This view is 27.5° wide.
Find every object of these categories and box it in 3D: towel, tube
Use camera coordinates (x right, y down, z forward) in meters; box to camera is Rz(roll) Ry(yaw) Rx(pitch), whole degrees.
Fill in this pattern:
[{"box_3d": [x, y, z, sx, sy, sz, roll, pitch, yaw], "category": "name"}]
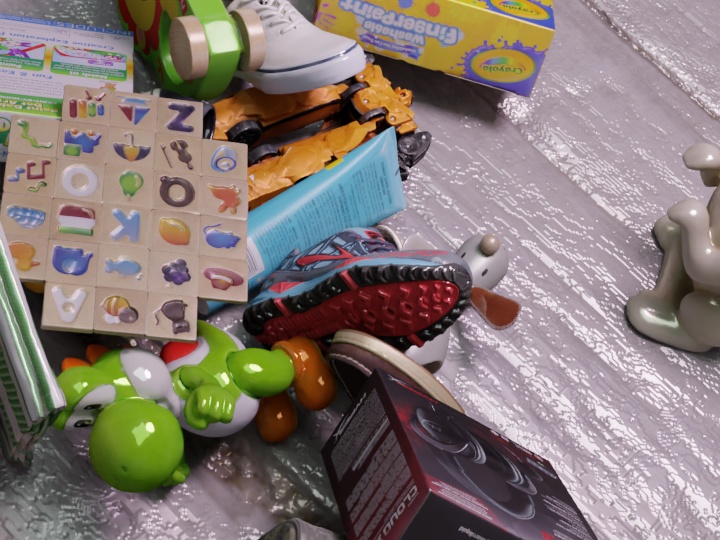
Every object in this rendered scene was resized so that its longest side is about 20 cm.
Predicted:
[{"box_3d": [-0.229, 0.041, 0.928, 0.023, 0.200, 0.153, -19, 81, -21], "category": "towel"}, {"box_3d": [-0.048, -0.035, 1.129, 0.199, 0.078, 0.050, -30, 47, -21], "category": "tube"}]

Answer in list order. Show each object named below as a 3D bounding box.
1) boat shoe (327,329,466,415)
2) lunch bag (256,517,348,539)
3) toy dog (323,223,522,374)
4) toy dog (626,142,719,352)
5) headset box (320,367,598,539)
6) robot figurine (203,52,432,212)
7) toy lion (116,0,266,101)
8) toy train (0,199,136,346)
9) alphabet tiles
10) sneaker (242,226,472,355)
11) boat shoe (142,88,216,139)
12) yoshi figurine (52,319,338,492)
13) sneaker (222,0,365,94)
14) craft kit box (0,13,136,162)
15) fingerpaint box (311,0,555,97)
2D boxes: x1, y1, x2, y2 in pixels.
[{"box_3d": [0.037, 0.127, 1.018, 0.072, 0.072, 0.200, -50, 117, -25], "category": "boat shoe"}, {"box_3d": [-0.007, 0.270, 0.904, 0.167, 0.139, 0.201, 25, 51, -21], "category": "lunch bag"}, {"box_3d": [0.053, 0.027, 1.111, 0.131, 0.096, 0.201, 19, 52, -4], "category": "toy dog"}, {"box_3d": [0.326, -0.021, 1.166, 0.193, 0.200, 0.140, 33, 53, 8], "category": "toy dog"}, {"box_3d": [0.067, 0.158, 0.899, 0.148, 0.077, 0.200, 29, 11, -17], "category": "headset box"}, {"box_3d": [-0.042, -0.110, 1.202, 0.199, 0.058, 0.145, -21, 65, -28], "category": "robot figurine"}, {"box_3d": [-0.155, -0.225, 1.176, 0.068, 0.192, 0.201, -13, 81, -25], "category": "toy lion"}, {"box_3d": [-0.215, 0.000, 1.021, 0.115, 0.085, 0.200, -5, 29, -7], "category": "toy train"}, {"box_3d": [-0.158, -0.042, 0.995, 0.166, 0.006, 0.201, 6, 56, -13], "category": "alphabet tiles"}, {"box_3d": [0.000, 0.000, 1.039, 0.079, 0.199, 0.096, 48, 50, -31], "category": "sneaker"}, {"box_3d": [-0.134, -0.059, 1.076, 0.062, 0.075, 0.201, 2, 46, -4], "category": "boat shoe"}, {"box_3d": [-0.112, 0.101, 0.980, 0.199, 0.113, 0.112, -2, 13, -40], "category": "yoshi figurine"}, {"box_3d": [-0.073, -0.189, 1.172, 0.073, 0.071, 0.200, -31, 31, -30], "category": "sneaker"}, {"box_3d": [-0.270, -0.142, 1.110, 0.199, 0.049, 0.198, 6, 25, -11], "category": "craft kit box"}, {"box_3d": [0.065, -0.247, 1.296, 0.199, 0.074, 0.167, 15, 36, -6], "category": "fingerpaint box"}]
